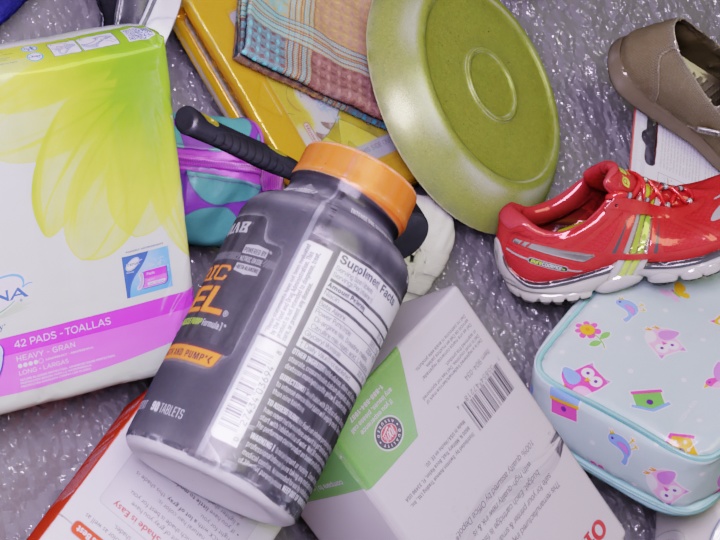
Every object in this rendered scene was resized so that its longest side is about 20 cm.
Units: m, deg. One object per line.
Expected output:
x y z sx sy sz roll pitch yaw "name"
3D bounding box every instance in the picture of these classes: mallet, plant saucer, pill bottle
-0.031 -0.051 1.060 0.066 0.041 0.200 48 17 31 "mallet"
0.081 -0.125 1.255 0.199 0.031 0.201 26 52 -40 "plant saucer"
-0.040 0.030 0.991 0.106 0.106 0.201 31 73 -16 "pill bottle"

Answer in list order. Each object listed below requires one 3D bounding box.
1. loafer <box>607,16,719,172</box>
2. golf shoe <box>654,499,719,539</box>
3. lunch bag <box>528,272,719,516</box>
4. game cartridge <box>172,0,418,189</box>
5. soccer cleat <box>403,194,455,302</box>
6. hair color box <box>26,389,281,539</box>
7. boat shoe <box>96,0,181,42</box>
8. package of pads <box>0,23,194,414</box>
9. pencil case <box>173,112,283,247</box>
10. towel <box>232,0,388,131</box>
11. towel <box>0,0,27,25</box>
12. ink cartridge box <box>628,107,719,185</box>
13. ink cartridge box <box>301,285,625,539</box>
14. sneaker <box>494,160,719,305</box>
0.275 -0.120 1.327 0.199 0.067 0.076 25 57 -19 "loafer"
0.215 0.211 1.196 0.097 0.078 0.201 2 66 -24 "golf shoe"
0.210 0.065 1.228 0.160 0.077 0.200 26 45 24 "lunch bag"
-0.015 -0.131 1.227 0.200 0.032 0.177 -27 84 -43 "game cartridge"
0.000 0.000 1.158 0.199 0.078 0.070 -29 85 -38 "soccer cleat"
-0.132 0.171 1.006 0.111 0.064 0.200 41 52 -8 "hair color box"
-0.147 -0.194 1.150 0.067 0.072 0.201 22 73 -19 "boat shoe"
-0.177 -0.027 0.996 0.154 0.068 0.201 -13 111 -23 "package of pads"
-0.153 -0.065 1.083 0.199 0.092 0.086 7 74 -30 "pencil case"
-0.019 -0.200 1.230 0.146 0.022 0.201 21 54 -29 "towel"
-0.236 -0.254 1.155 0.148 0.049 0.200 47 52 -13 "towel"
0.276 -0.058 1.373 0.199 0.050 0.110 22 58 -20 "ink cartridge box"
0.052 0.135 1.102 0.145 0.084 0.201 -45 106 -37 "ink cartridge box"
0.187 -0.038 1.216 0.199 0.085 0.077 -17 31 -2 "sneaker"
